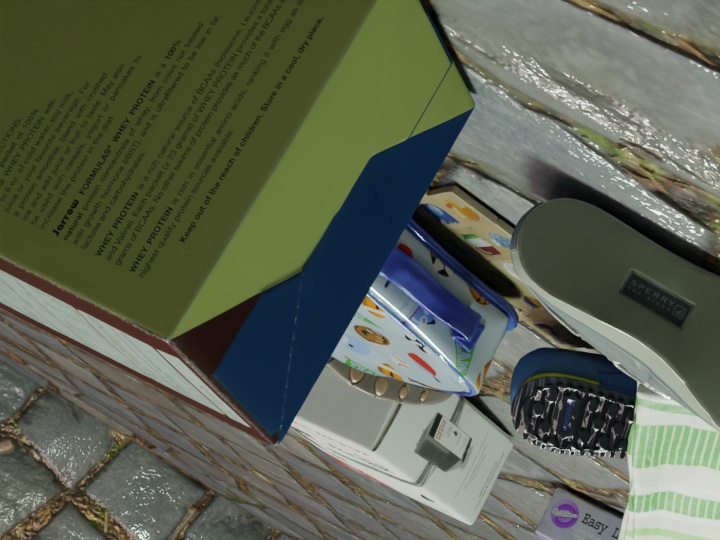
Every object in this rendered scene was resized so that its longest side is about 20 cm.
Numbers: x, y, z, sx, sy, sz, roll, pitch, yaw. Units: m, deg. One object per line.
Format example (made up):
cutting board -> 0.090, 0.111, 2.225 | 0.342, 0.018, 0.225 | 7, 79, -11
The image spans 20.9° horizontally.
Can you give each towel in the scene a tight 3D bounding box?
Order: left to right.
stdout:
towel -> 0.228, 0.138, 1.145 | 0.152, 0.023, 0.200 | 10, 141, 13

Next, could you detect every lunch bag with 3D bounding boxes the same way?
lunch bag -> 0.000, 0.000, 1.194 | 0.200, 0.076, 0.160 | 39, 162, -27

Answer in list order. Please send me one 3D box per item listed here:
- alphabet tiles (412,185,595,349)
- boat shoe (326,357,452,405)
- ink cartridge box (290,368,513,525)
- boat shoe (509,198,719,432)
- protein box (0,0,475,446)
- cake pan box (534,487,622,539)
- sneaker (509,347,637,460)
alphabet tiles -> 0.072, -0.008, 1.182 | 0.200, 0.006, 0.166 | 35, 167, -17
boat shoe -> -0.019, 0.035, 1.403 | 0.199, 0.075, 0.073 | 26, -176, -11
ink cartridge box -> 0.013, 0.116, 1.557 | 0.146, 0.083, 0.200 | 21, 168, 33
boat shoe -> 0.165, 0.030, 1.005 | 0.200, 0.070, 0.072 | 34, 177, 2
protein box -> -0.090, -0.061, 0.914 | 0.199, 0.199, 0.135 | 24, 165, 27
cake pan box -> 0.257, 0.272, 1.705 | 0.199, 0.052, 0.184 | 24, 163, 25
sneaker -> 0.190, 0.091, 1.201 | 0.199, 0.066, 0.078 | 18, -155, 5
